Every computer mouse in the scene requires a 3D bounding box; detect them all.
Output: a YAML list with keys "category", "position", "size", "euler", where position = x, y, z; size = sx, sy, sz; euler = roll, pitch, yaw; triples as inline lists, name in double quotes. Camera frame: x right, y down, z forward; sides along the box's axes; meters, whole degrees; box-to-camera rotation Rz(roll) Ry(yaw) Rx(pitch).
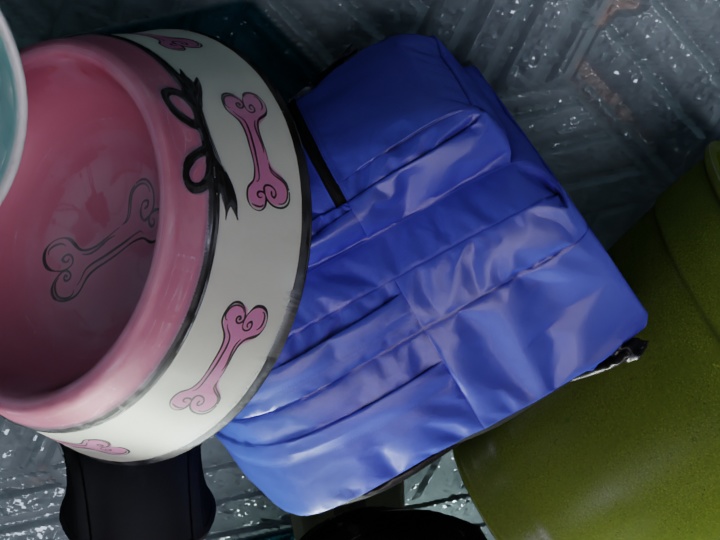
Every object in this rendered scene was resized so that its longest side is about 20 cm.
- category: "computer mouse"
  position: [-0.139, 0.074, 1.291]
  size: [0.140, 0.200, 0.046]
  euler: [-2, 114, -2]

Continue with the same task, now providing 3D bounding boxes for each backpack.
- category: "backpack"
  position: [0.000, 0.000, 1.260]
  size: [0.200, 0.163, 0.168]
  euler: [-34, 116, 4]

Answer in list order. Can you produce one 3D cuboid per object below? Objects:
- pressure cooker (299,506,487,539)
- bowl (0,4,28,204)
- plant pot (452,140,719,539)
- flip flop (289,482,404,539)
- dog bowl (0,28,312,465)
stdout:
- category: "pressure cooker"
  position: [0.012, 0.248, 1.408]
  size: [0.179, 0.176, 0.200]
  euler: [26, 125, 6]
- category: "bowl"
  position: [-0.237, -0.101, 1.160]
  size: [0.201, 0.105, 0.201]
  euler: [1, 123, 1]
- category: "plant pot"
  position: [0.155, 0.073, 1.322]
  size: [0.193, 0.200, 0.200]
  euler: [-36, 127, 15]
- category: "flip flop"
  position: [-0.012, 0.097, 1.411]
  size: [0.081, 0.058, 0.200]
  euler: [-10, 130, -3]
- category: "dog bowl"
  position: [-0.119, -0.016, 1.196]
  size: [0.074, 0.200, 0.200]
  euler: [10, 131, -49]
